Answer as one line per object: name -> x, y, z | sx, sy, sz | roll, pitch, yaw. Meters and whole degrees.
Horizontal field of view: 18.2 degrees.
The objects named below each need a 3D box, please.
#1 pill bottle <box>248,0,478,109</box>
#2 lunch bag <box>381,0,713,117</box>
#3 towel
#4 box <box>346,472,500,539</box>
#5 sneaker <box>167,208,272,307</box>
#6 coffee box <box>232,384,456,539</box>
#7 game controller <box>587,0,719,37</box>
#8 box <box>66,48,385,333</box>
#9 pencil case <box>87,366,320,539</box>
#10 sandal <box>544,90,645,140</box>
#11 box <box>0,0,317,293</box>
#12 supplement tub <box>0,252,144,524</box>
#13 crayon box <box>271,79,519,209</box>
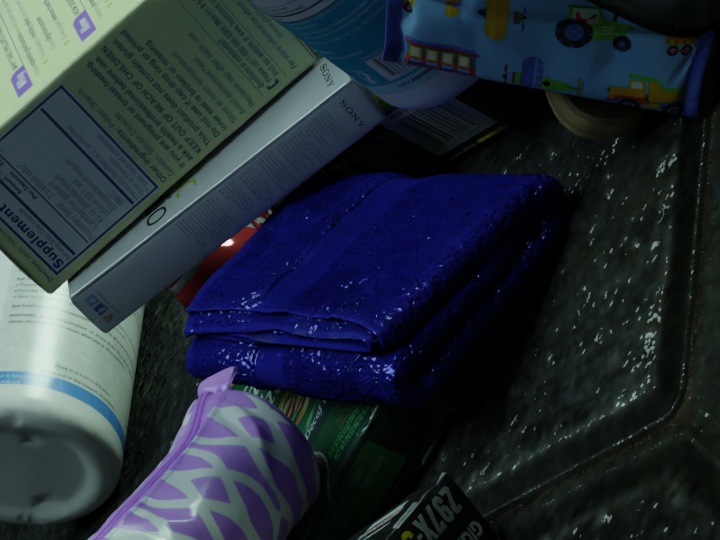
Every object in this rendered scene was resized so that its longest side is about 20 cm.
pill bottle -> -0.016, -0.173, 1.116 | 0.111, 0.200, 0.111 | -32, 40, 32
lunch bag -> 0.104, -0.185, 1.059 | 0.094, 0.149, 0.201 | 93, -169, -53
towel -> 0.000, 0.000, 1.143 | 0.148, 0.050, 0.199 | -51, 28, -22
box -> -0.044, 0.187, 1.006 | 0.200, 0.049, 0.160 | -38, 0, 32
sneaker -> -0.070, -0.031, 1.412 | 0.071, 0.112, 0.200 | -49, -3, 37
coffee box -> -0.021, 0.075, 1.203 | 0.123, 0.044, 0.200 | -59, 23, 13
game controller -> 0.138, -0.176, 0.984 | 0.200, 0.104, 0.042 | -55, -2, -40
box -> -0.085, -0.069, 1.266 | 0.200, 0.036, 0.145 | -36, 32, 9
pencil case -> -0.094, 0.133, 1.045 | 0.084, 0.086, 0.200 | -27, 12, 36
sandal -> 0.109, -0.152, 1.124 | 0.070, 0.077, 0.213 | 117, 158, -63
box -> -0.147, -0.117, 1.270 | 0.200, 0.097, 0.176 | -40, 31, 3
supplement tub -> -0.217, 0.059, 1.534 | 0.132, 0.131, 0.201 | -44, 29, 39
crayon box -> 0.027, -0.134, 1.296 | 0.200, 0.058, 0.174 | -29, 41, 54
